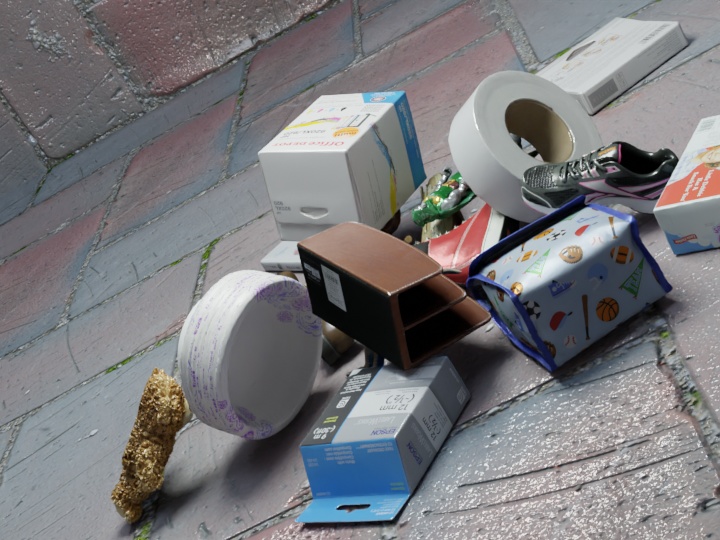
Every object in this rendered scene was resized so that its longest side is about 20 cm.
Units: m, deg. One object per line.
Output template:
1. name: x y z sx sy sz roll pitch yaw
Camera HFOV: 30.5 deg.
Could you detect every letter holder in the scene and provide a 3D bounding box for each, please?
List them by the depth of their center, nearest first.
1. letter holder: 0.043 0.012 1.545 0.142 0.101 0.200 -26 31 -24

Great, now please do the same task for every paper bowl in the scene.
1. paper bowl: -0.145 0.100 1.626 0.104 0.201 0.201 11 44 33

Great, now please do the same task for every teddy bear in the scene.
1. teddy bear: -0.259 0.223 1.658 0.145 0.067 0.200 -112 41 -83

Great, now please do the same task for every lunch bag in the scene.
1. lunch bag: 0.221 0.003 1.495 0.170 0.124 0.200 -31 16 -5

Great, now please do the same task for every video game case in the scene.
1. video game case: -0.045 -0.067 2.131 0.200 0.024 0.182 -44 24 -27

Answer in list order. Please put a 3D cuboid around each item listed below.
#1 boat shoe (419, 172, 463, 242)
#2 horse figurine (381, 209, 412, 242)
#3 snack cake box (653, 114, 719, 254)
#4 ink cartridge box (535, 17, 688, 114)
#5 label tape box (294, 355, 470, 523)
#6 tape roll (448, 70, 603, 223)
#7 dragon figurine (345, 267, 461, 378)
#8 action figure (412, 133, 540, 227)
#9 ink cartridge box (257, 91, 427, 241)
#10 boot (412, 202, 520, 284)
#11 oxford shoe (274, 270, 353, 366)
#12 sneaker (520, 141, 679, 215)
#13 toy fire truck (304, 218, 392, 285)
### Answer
1. boat shoe: 0.108 -0.079 1.884 0.063 0.073 0.200 -25 23 10
2. horse figurine: 0.000 0.000 1.877 0.200 0.050 0.133 -52 12 -25
3. snack cake box: 0.430 -0.110 1.529 0.115 0.067 0.200 -10 31 40
4. ink cartridge box: 0.384 -0.324 2.076 0.200 0.045 0.176 -36 23 -10
5. label tape box: 0.014 0.186 1.456 0.143 0.066 0.200 -11 28 40
6. tape roll: 0.219 -0.163 1.737 0.203 0.202 0.071 -53 0 -42
7. dragon figurine: 0.049 0.073 1.642 0.059 0.100 0.200 14 39 43
8. action figure: 0.142 -0.120 1.802 0.200 0.055 0.118 -40 18 -28
9. ink cartridge box: -0.024 -0.146 1.867 0.147 0.145 0.200 1 31 29
10. boot: 0.132 -0.049 1.753 0.144 0.073 0.200 -4 34 23
11. oxford shoe: -0.056 0.050 1.799 0.084 0.073 0.200 -41 42 -3
12. sneaker: 0.294 -0.121 1.601 0.200 0.086 0.080 -3 52 10
13. toy fire truck: -0.046 -0.015 1.946 0.200 0.049 0.141 -31 -21 -49
